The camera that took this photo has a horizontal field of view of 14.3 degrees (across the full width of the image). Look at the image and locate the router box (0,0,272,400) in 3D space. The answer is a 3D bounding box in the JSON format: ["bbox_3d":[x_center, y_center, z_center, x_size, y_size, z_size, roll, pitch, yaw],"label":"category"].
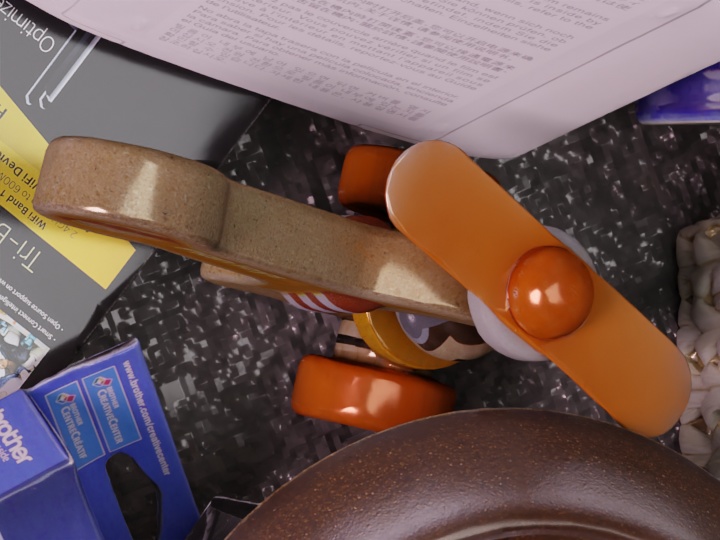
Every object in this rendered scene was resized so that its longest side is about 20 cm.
[{"bbox_3d":[-0.138,-0.061,0.775,0.200,0.052,0.158,40,81,-13],"label":"router box"}]

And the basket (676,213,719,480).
[{"bbox_3d":[0.176,0.033,0.793,0.135,0.200,0.124,-5,86,-16],"label":"basket"}]

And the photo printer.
[{"bbox_3d":[0.017,-0.094,0.694,0.166,0.200,0.070,17,73,-20],"label":"photo printer"}]

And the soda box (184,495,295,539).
[{"bbox_3d":[0.027,0.144,0.756,0.200,0.063,0.071,37,81,-12],"label":"soda box"}]

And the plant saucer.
[{"bbox_3d":[0.040,0.136,0.711,0.199,0.032,0.202,0,91,-16],"label":"plant saucer"}]

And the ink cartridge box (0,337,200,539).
[{"bbox_3d":[-0.125,0.111,0.759,0.199,0.042,0.120,-30,134,-15],"label":"ink cartridge box"}]

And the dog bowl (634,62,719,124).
[{"bbox_3d":[0.173,-0.080,0.785,0.199,0.200,0.079,-2,93,-15],"label":"dog bowl"}]

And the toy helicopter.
[{"bbox_3d":[0.000,0.000,0.742,0.200,0.132,0.079,17,85,-49],"label":"toy helicopter"}]
